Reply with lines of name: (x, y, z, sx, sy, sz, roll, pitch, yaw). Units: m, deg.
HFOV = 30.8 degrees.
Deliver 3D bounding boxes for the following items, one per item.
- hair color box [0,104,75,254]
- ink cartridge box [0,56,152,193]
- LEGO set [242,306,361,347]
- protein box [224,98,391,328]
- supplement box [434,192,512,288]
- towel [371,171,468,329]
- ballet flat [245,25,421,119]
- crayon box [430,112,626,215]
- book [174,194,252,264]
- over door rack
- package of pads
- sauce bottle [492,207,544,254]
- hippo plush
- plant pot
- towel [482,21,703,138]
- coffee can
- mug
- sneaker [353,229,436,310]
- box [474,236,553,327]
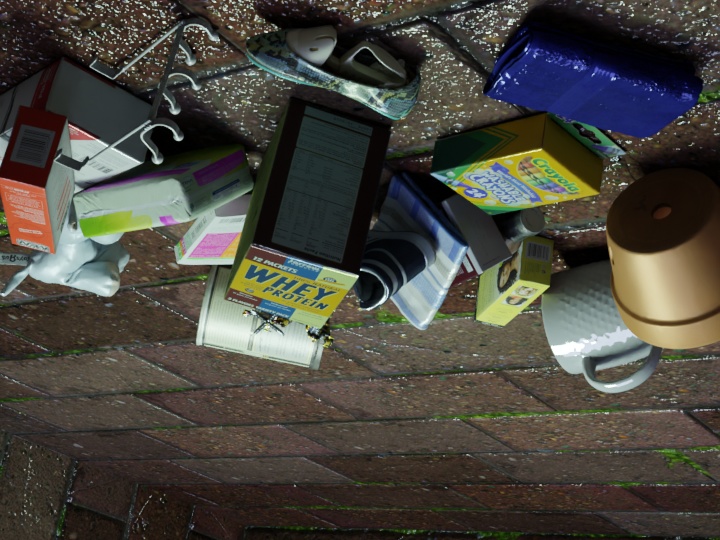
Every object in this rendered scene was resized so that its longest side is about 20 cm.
hair color box: (-0.393, -0.107, 1.597, 0.061, 0.102, 0.200, 13, 156, -4)
ink cartridge box: (-0.377, -0.178, 1.663, 0.146, 0.083, 0.199, 28, 153, -35)
LEGO set: (-0.064, 0.038, 1.913, 0.153, 0.116, 0.200, 33, 114, -26)
protein box: (-0.067, -0.066, 1.625, 0.134, 0.201, 0.199, 17, 156, -9)
supplement box: (0.107, -0.030, 1.765, 0.061, 0.109, 0.200, -27, 180, -33)
towel: (0.067, -0.022, 1.749, 0.147, 0.024, 0.200, 49, 146, 19)
ballet flat: (-0.024, -0.229, 1.417, 0.199, 0.075, 0.074, 17, 158, -20)
crayon box: (0.199, -0.127, 1.566, 0.199, 0.052, 0.125, -11, 150, 42)
book: (-0.175, -0.057, 1.856, 0.133, 0.048, 0.200, -7, 165, -26)
over door rack: (-0.247, -0.193, 1.483, 0.199, 0.149, 0.067, -11, 145, 42)
package of pads: (-0.255, -0.106, 1.712, 0.199, 0.069, 0.154, -6, -162, 35)
sauce bottle: (0.176, -0.042, 1.772, 0.064, 0.065, 0.200, 19, 158, -21)
hippo plush: (-0.428, -0.067, 1.941, 0.199, 0.160, 0.161, 4, 132, -24)
plant pot: (0.382, -0.026, 1.568, 0.199, 0.201, 0.140, -5, 138, 33)
towel: (0.243, -0.201, 1.377, 0.199, 0.050, 0.148, 14, 165, -11)
coffee can: (-0.149, 0.067, 2.083, 0.199, 0.147, 0.146, 12, 159, -3)
mug: (0.358, 0.077, 1.802, 0.175, 0.201, 0.148, -16, 138, 32)
sneaker: (0.000, 0.000, 1.730, 0.199, 0.108, 0.070, -5, 119, 52)
box: (0.219, 0.017, 1.889, 0.050, 0.076, 0.200, 12, 157, -9)
